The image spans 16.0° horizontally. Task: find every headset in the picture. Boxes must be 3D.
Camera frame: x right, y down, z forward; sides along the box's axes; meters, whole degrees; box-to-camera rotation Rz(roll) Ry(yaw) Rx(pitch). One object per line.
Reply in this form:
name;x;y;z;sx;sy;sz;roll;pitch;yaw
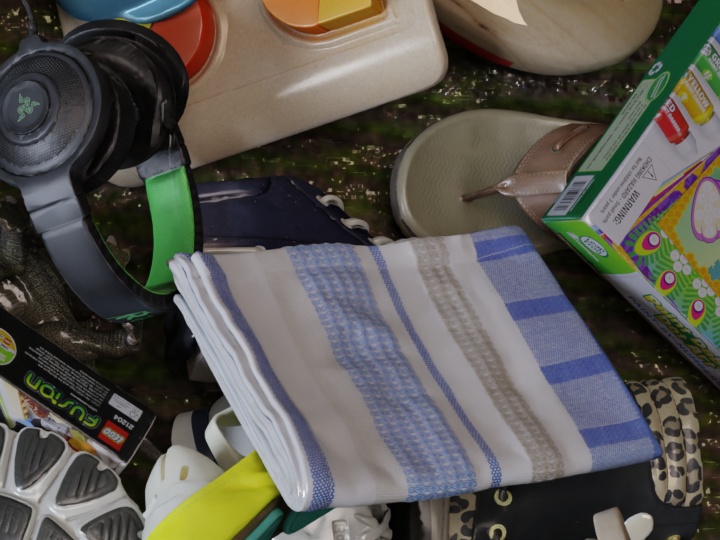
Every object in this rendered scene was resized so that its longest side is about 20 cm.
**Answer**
headset;-0.112;-0.078;1.142;0.094;0.123;0.200;-18;97;22

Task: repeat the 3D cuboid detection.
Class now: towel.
towel;0.025;0.039;1.144;0.200;0.024;0.147;-4;48;-32

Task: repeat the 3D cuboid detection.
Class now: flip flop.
flip flop;0.113;-0.040;1.276;0.199;0.058;0.081;7;77;-11

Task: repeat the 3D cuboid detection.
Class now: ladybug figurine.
ladybug figurine;0.058;-0.171;1.279;0.200;0.072;0.136;43;58;-1

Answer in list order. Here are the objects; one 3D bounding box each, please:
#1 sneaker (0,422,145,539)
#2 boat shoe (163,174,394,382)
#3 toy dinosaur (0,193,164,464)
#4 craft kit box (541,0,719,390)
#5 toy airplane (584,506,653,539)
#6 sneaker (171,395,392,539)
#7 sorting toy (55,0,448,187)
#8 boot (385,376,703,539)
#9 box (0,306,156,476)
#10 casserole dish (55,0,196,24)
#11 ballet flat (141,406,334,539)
sneaker;-0.182;0.110;1.145;0.200;0.083;0.081;13;68;18
boat shoe;0.000;0.000;1.238;0.200;0.075;0.093;1;63;-22
toy dinosaur;-0.155;0.020;1.196;0.200;0.102;0.077;44;35;-9
craft kit box;0.217;-0.036;1.277;0.197;0.048;0.200;43;72;-22
toy airplane;0.145;0.213;1.164;0.141;0.199;0.201;-7;78;25
sneaker;-0.017;0.144;1.188;0.080;0.076;0.200;-23;85;7
sorting toy;-0.068;-0.159;1.230;0.185;0.036;0.200;-18;83;17
boot;0.089;0.143;1.225;0.153;0.073;0.204;1;84;-19
box;-0.200;0.045;1.158;0.200;0.110;0.035;34;47;-5
casserole dish;-0.125;-0.215;1.223;0.121;0.039;0.200;-24;74;17
ballet flat;-0.052;0.095;1.109;0.067;0.067;0.200;42;44;12
